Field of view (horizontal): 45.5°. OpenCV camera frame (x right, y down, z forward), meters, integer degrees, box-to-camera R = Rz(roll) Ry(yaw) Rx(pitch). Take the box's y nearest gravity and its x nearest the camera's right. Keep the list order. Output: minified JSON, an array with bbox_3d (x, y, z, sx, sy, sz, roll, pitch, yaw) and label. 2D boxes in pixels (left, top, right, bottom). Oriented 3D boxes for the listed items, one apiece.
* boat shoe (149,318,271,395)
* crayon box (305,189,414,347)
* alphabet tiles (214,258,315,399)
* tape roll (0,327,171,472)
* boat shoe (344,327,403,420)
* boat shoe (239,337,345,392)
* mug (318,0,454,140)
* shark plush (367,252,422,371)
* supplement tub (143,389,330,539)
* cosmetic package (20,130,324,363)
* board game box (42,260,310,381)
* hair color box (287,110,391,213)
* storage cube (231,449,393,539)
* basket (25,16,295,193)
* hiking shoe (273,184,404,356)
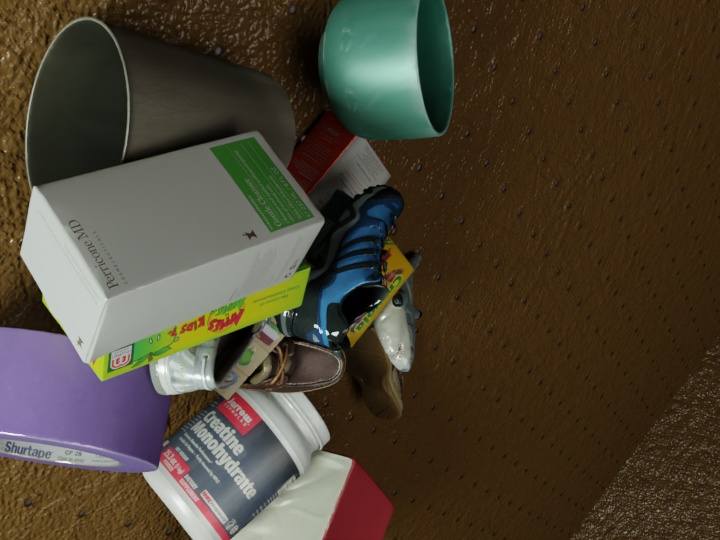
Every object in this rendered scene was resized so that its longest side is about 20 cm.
[{"bbox_3d":[-0.117,0.049,0.791,0.202,0.064,0.075,-49,137,-59],"label":"boat shoe"},{"bbox_3d":[-0.011,0.008,1.003,0.127,0.051,0.200,-51,149,-4],"label":"crayon box"},{"bbox_3d":[-0.154,0.011,0.872,0.200,0.008,0.167,42,91,-20],"label":"alphabet tiles"},{"bbox_3d":[-0.269,0.119,0.757,0.200,0.198,0.086,40,52,-55],"label":"tape roll"},{"bbox_3d":[0.028,0.130,1.247,0.072,0.071,0.201,-65,146,-42],"label":"boat shoe"},{"bbox_3d":[-0.109,0.106,0.961,0.198,0.072,0.073,9,96,-15],"label":"boat shoe"},{"bbox_3d":[0.029,-0.202,0.894,0.186,0.113,0.153,67,29,-48],"label":"mug"},{"bbox_3d":[0.048,0.046,1.140,0.091,0.201,0.083,-39,109,22],"label":"shark plush"},{"bbox_3d":[-0.149,0.224,1.041,0.200,0.140,0.141,-40,142,-19],"label":"supplement tub"},{"bbox_3d":[-0.140,-0.024,0.656,0.199,0.108,0.085,-24,159,-42],"label":"cosmetic package"},{"bbox_3d":[-0.152,0.011,0.727,0.199,0.102,0.048,-20,141,-39],"label":"board game box"},{"bbox_3d":[-0.062,-0.068,0.970,0.201,0.061,0.102,-51,146,-6],"label":"hair color box"},{"bbox_3d":[-0.081,0.338,1.151,0.201,0.169,0.180,-65,150,-24],"label":"storage cube"},{"bbox_3d":[-0.163,-0.124,0.751,0.199,0.136,0.181,-11,140,-49],"label":"basket"},{"bbox_3d":[0.000,0.000,0.860,0.201,0.086,0.075,-55,153,-26],"label":"hiking shoe"}]
